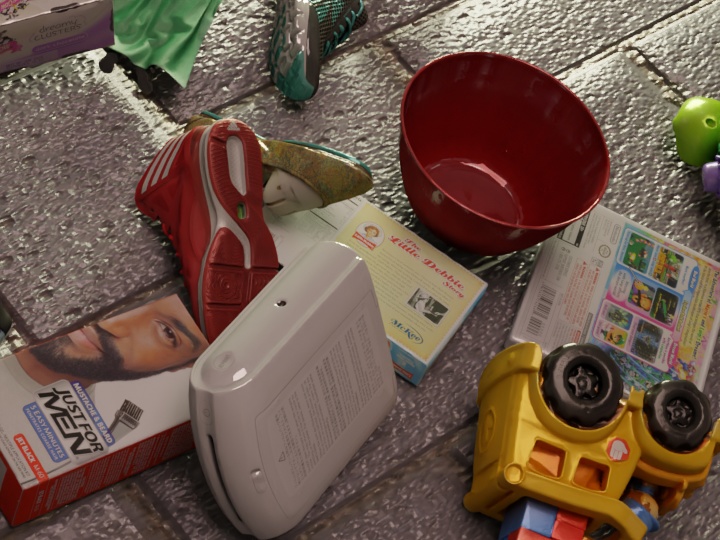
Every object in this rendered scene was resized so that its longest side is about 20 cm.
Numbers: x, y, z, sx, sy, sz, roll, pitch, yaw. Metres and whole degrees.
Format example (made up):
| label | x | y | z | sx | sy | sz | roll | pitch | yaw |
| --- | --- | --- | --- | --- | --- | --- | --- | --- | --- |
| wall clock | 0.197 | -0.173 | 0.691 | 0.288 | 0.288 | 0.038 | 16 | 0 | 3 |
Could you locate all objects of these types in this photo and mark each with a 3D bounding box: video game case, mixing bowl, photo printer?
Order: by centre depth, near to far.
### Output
| label | x | y | z | sx | sy | sz | roll | pitch | yaw |
| --- | --- | --- | --- | --- | --- | --- | --- | --- | --- |
| photo printer | -0.055 | 0.099 | 1.481 | 0.069 | 0.167 | 0.200 | 12 | 43 | 32 |
| mixing bowl | 0.113 | -0.088 | 1.715 | 0.199 | 0.109 | 0.201 | 11 | 52 | -14 |
| video game case | 0.239 | 0.035 | 1.729 | 0.182 | 0.024 | 0.200 | 26 | 49 | -2 |

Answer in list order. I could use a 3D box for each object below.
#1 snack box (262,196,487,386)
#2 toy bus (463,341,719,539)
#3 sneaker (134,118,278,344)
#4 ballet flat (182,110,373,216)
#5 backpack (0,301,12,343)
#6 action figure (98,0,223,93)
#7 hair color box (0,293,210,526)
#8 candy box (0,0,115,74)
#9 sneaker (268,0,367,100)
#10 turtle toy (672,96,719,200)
| label | x | y | z | sx | sy | sz | roll | pitch | yaw |
| --- | --- | --- | --- | --- | --- | --- | --- | --- | --- |
| snack box | 0.000 | 0.000 | 1.651 | 0.200 | 0.037 | 0.116 | 35 | 51 | 6 |
| toy bus | 0.186 | 0.175 | 1.545 | 0.199 | 0.136 | 0.193 | 19 | 64 | -10 |
| sneaker | -0.133 | -0.023 | 1.605 | 0.078 | 0.115 | 0.201 | 7 | 82 | -39 |
| ballet flat | -0.079 | -0.082 | 1.628 | 0.199 | 0.071 | 0.071 | 20 | 44 | 32 |
| backpack | -0.381 | 0.038 | 1.400 | 0.177 | 0.151 | 0.200 | 19 | 52 | 29 |
| action figure | -0.170 | -0.250 | 1.759 | 0.118 | 0.055 | 0.200 | 29 | 54 | 3 |
| hair color box | -0.206 | 0.106 | 1.478 | 0.200 | 0.064 | 0.111 | -21 | 64 | -34 |
| candy box | -0.327 | -0.274 | 1.683 | 0.167 | 0.072 | 0.200 | -16 | 61 | -14 |
| sneaker | -0.035 | -0.240 | 1.795 | 0.091 | 0.078 | 0.201 | 13 | 53 | -17 |
| turtle toy | 0.382 | -0.098 | 1.830 | 0.145 | 0.101 | 0.200 | -1 | 49 | -50 |
